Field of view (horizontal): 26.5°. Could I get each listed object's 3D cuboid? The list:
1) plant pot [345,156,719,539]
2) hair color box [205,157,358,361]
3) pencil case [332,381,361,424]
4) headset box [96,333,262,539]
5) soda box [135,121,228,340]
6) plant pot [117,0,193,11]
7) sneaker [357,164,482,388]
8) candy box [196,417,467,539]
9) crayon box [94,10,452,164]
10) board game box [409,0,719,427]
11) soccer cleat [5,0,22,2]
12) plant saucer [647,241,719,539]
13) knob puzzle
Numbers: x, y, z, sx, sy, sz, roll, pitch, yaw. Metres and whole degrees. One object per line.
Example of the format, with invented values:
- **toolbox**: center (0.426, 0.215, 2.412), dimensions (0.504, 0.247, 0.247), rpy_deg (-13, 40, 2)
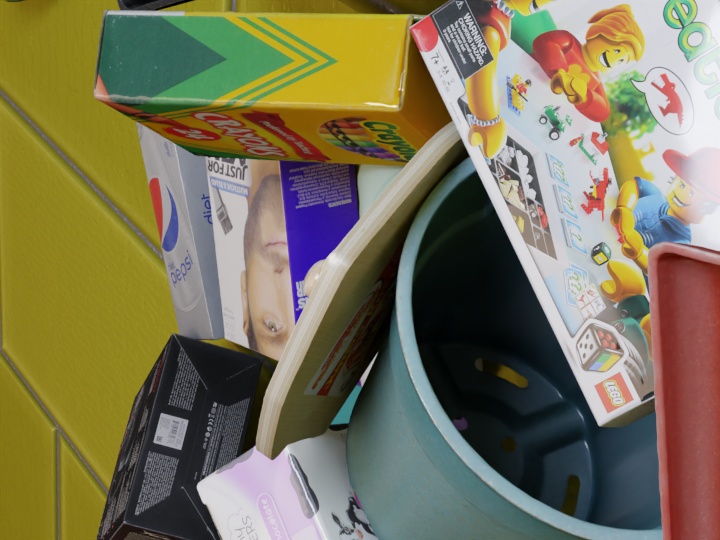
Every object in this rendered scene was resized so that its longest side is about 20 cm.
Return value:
- **plant pot**: center (0.086, 0.064, 0.756), dimensions (0.200, 0.200, 0.196), rpy_deg (66, 156, 17)
- **hair color box**: center (-0.054, -0.042, 1.054), dimensions (0.109, 0.065, 0.200), rpy_deg (16, 117, 55)
- **pencil case**: center (-0.040, 0.158, 1.088), dimensions (0.092, 0.085, 0.200), rpy_deg (25, 140, -3)
- **headset box**: center (-0.148, 0.154, 1.189), dimensions (0.200, 0.077, 0.149), rpy_deg (127, 157, -63)
- **soda box**: center (-0.114, -0.051, 1.144), dimensions (0.063, 0.068, 0.200), rpy_deg (-3, 100, 59)
- **plant pot**: center (-0.029, -0.256, 0.814), dimensions (0.199, 0.177, 0.200), rpy_deg (3, 105, 58)
- **sneaker**: center (0.034, 0.004, 0.937), dimensions (0.200, 0.074, 0.118), rpy_deg (92, 174, -51)
- **candy box**: center (0.023, 0.174, 0.871), dimensions (0.072, 0.200, 0.168), rpy_deg (-35, 69, 29)
- **crayon box**: center (-0.022, -0.095, 0.810), dimensions (0.200, 0.127, 0.051), rpy_deg (4, 81, 20)
- **board game box**: center (0.115, -0.051, 0.641), dimensions (0.126, 0.035, 0.200), rpy_deg (-32, 71, 24)
- **soccer cleat**: center (-0.287, -0.291, 1.317), dimensions (0.200, 0.084, 0.065), rpy_deg (-39, 68, 57)
- **plant saucer**: center (0.202, 0.090, 0.554), dimensions (0.200, 0.037, 0.200), rpy_deg (17, 127, 39)
- **knob puzzle**: center (0.000, 0.000, 0.727), dimensions (0.030, 0.220, 0.220), rpy_deg (34, 136, 10)
